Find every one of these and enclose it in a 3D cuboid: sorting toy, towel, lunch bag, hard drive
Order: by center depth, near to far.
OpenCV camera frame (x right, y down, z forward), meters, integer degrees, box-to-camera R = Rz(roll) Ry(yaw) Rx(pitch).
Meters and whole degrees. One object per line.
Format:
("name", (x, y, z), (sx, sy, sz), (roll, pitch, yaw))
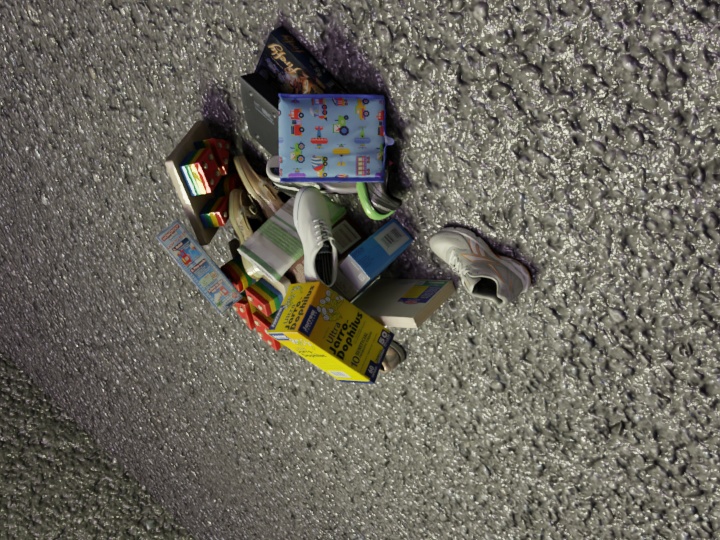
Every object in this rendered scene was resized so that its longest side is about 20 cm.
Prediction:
("lunch bag", (-0.040, -0.229, 1.528), (0.199, 0.094, 0.151), (0, 96, 0))
("hard drive", (-0.169, -0.286, 1.680), (0.135, 0.042, 0.200), (43, 162, 15))
("towel", (-0.133, -0.073, 1.728), (0.149, 0.200, 0.031), (37, 167, 45))
("sorting toy", (-0.310, -0.190, 1.846), (0.069, 0.199, 0.201), (-8, 121, 17))
("sorting toy", (-0.224, 0.062, 1.917), (0.199, 0.070, 0.200), (36, 150, 35))

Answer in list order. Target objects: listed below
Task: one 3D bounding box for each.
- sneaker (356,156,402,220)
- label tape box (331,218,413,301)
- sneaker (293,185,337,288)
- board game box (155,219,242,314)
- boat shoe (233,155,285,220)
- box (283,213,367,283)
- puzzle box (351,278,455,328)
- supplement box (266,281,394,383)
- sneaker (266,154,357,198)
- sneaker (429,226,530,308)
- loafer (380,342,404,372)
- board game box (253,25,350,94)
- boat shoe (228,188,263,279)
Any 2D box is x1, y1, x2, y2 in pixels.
("sneaker", (0.022, -0.195, 1.601), (0.084, 0.077, 0.201), (-19, 101, 11))
("label tape box", (0.000, 0.000, 1.715), (0.066, 0.143, 0.200), (48, 143, 2))
("sneaker", (-0.073, -0.060, 1.630), (0.071, 0.073, 0.201), (-2, 99, 61))
("board game box", (-0.345, -0.017, 1.830), (0.200, 0.062, 0.200), (53, 171, -18))
("boat shoe", (-0.195, -0.163, 1.846), (0.200, 0.064, 0.071), (57, 178, -3))
("box", (-0.075, -0.025, 1.810), (0.075, 0.100, 0.200), (47, 142, 5))
("puzzle box", (0.070, 0.062, 1.706), (0.200, 0.133, 0.025), (1, 122, 46))
("supplement box", (-0.054, 0.118, 1.644), (0.200, 0.109, 0.109), (36, 156, -29))
("sneaker", (-0.076, -0.177, 1.705), (0.199, 0.073, 0.112), (9, 166, 7))
("sneaker", (0.197, -0.006, 1.551), (0.200, 0.092, 0.076), (30, 138, 25))
("loafer", (0.002, 0.169, 1.926), (0.200, 0.063, 0.072), (17, 132, 36))
("board game box", (-0.107, -0.333, 1.629), (0.200, 0.035, 0.136), (45, 143, 6))
("boat shoe", (-0.219, -0.083, 1.818), (0.063, 0.073, 0.201), (-24, 75, 25))
